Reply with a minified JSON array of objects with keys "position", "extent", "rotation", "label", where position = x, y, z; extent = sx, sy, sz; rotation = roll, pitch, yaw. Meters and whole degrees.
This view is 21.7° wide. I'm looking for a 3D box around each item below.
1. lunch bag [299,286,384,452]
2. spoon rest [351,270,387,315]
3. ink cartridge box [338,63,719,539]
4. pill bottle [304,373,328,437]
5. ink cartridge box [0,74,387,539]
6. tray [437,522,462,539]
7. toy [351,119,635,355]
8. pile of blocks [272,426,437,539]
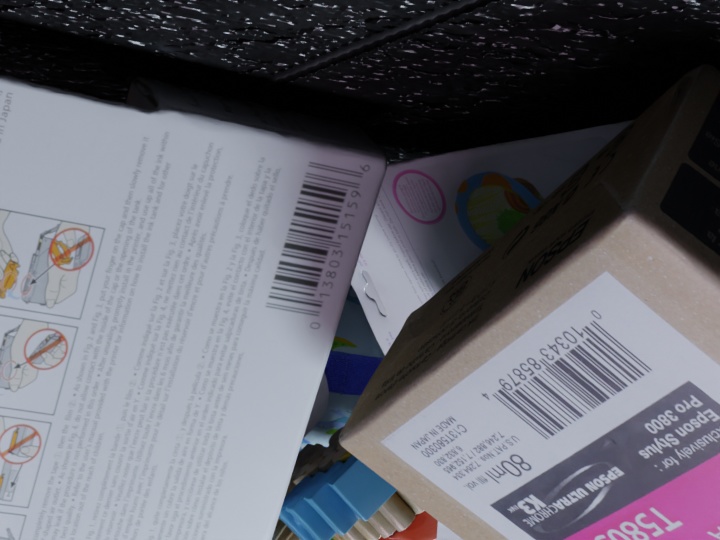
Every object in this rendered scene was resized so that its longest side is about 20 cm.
[{"position":[0.046,0.058,0.965],"extent":[0.168,0.129,0.200],"rotation":[7,-179,-1],"label":"lunch bag"},{"position":[0.000,0.000,0.810],"extent":[0.198,0.061,0.100],"rotation":[11,-156,-11],"label":"spoon rest"},{"position":[0.109,0.048,0.633],"extent":[0.164,0.075,0.200],"rotation":[38,143,-6],"label":"ink cartridge box"},{"position":[-0.106,0.095,0.811],"extent":[0.112,0.200,0.113],"rotation":[28,142,24],"label":"pill bottle"},{"position":[-0.099,0.030,0.678],"extent":[0.172,0.202,0.044],"rotation":[11,-163,-23],"label":"ink cartridge box"},{"position":[0.040,0.121,0.942],"extent":[0.198,0.022,0.107],"rotation":[-7,155,34],"label":"tray"},{"position":[0.080,-0.008,0.699],"extent":[0.199,0.047,0.116],"rotation":[-4,122,44],"label":"toy"},{"position":[-0.009,0.118,0.861],"extent":[0.062,0.082,0.200],"rotation":[47,132,-10],"label":"pile of blocks"}]
